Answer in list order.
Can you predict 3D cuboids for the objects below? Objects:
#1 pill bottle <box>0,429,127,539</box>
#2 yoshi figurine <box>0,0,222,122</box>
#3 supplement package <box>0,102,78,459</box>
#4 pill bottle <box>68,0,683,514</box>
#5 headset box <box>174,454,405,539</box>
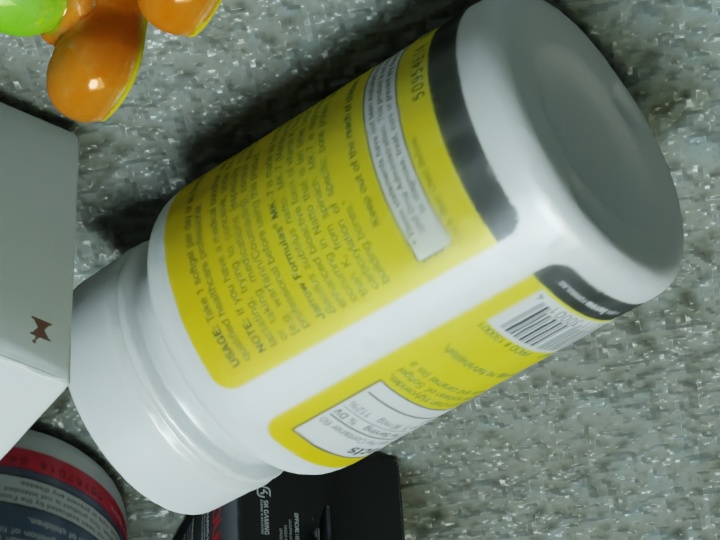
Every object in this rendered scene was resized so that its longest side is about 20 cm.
[{"bbox_3d":[-0.149,0.169,1.042,0.119,0.200,0.120,-2,137,-2],"label":"pill bottle"},{"bbox_3d":[-0.139,-0.109,0.785,0.200,0.112,0.113,29,91,-22],"label":"yoshi figurine"},{"bbox_3d":[-0.196,0.031,0.952,0.117,0.118,0.200,24,131,-26],"label":"supplement package"},{"bbox_3d":[0.000,0.000,0.936,0.200,0.115,0.114,-30,131,25],"label":"pill bottle"},{"bbox_3d":[-0.041,0.174,1.093,0.077,0.149,0.200,12,136,-17],"label":"headset box"}]
